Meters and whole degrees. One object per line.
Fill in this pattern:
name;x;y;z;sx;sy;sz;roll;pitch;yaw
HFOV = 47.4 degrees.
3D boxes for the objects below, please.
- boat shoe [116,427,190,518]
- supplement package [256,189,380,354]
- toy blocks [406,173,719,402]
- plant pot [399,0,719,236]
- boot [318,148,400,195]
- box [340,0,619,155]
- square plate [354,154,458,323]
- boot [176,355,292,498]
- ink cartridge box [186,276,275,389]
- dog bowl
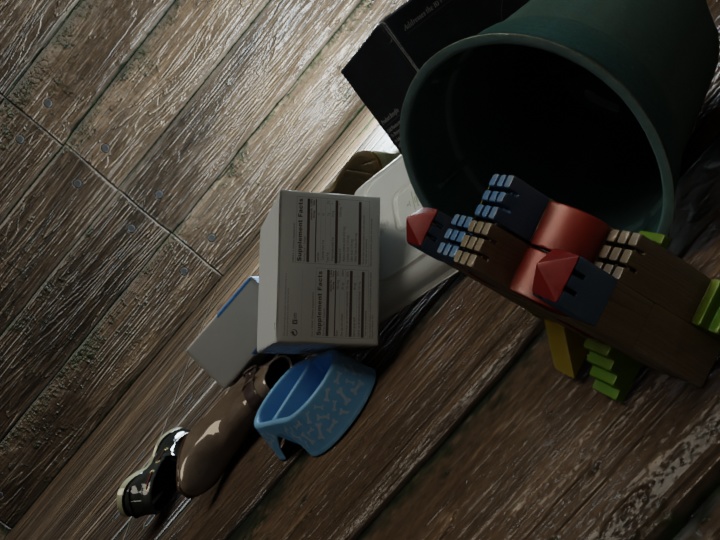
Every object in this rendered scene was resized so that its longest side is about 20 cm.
boat shoe;-0.299;0.311;1.274;0.062;0.075;0.202;-6;18;17
supplement package;-0.053;0.011;0.925;0.200;0.109;0.159;148;123;-74
toy blocks;0.108;-0.003;0.467;0.101;0.135;0.200;-62;19;0
plant pot;0.162;-0.123;0.602;0.196;0.201;0.200;-48;9;-34
boot;0.003;-0.116;1.260;0.200;0.072;0.154;-45;-13;35
box;0.124;-0.179;0.764;0.199;0.198;0.124;-40;8;-20
square plate;0.066;-0.069;0.898;0.197;0.028;0.203;-35;44;29
boot;-0.162;0.195;1.091;0.146;0.070;0.201;-42;15;27
ink cartridge box;-0.160;0.088;1.245;0.145;0.084;0.200;-48;-5;5
dog bowl;-0.057;0.144;0.899;0.112;0.049;0.199;-56;14;-27
